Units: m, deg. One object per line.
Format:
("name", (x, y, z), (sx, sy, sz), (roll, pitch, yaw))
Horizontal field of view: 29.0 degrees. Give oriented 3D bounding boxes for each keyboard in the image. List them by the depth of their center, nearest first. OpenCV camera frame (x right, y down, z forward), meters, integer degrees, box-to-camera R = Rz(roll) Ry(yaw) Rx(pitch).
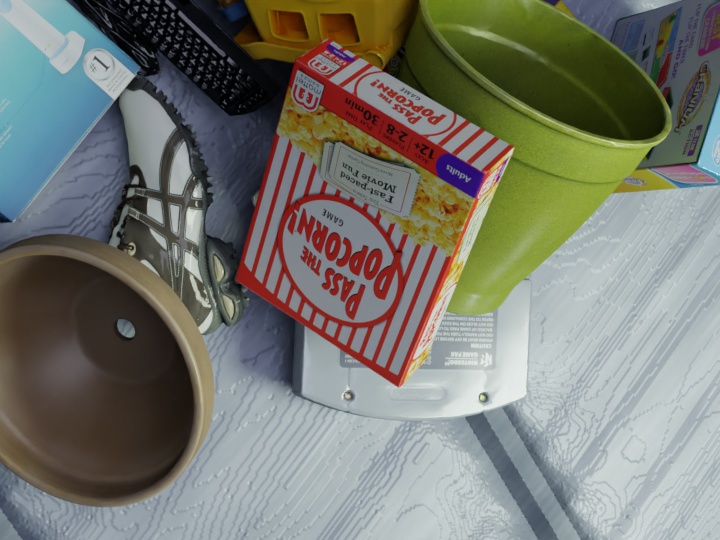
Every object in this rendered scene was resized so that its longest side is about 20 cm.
("keyboard", (-0.157, -0.177, 1.019), (0.200, 0.104, 0.040), (43, 63, -17))

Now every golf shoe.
("golf shoe", (-0.155, -0.042, 1.038), (0.094, 0.078, 0.202), (-21, 97, -19))

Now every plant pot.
("plant pot", (-0.186, 0.060, 0.996), (0.199, 0.093, 0.203), (7, 114, 17))
("plant pot", (0.091, -0.079, 1.025), (0.199, 0.201, 0.194), (17, 124, -20))

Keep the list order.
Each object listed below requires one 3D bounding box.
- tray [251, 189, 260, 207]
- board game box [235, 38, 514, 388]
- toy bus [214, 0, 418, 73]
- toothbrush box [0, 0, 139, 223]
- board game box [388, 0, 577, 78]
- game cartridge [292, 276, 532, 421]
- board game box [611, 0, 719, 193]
("tray", (0.000, 0.000, 1.126), (0.107, 0.022, 0.201), (-33, 102, -18))
("board game box", (0.004, -0.036, 0.967), (0.151, 0.201, 0.046), (32, 41, 15))
("toy bus", (-0.047, -0.208, 1.022), (0.136, 0.198, 0.193), (-57, 149, -48))
("toothbrush box", (-0.281, -0.151, 0.983), (0.200, 0.085, 0.147), (40, 78, -17))
("board game box", (0.095, -0.172, 1.143), (0.165, 0.057, 0.200), (-47, 105, -12))
("game cartridge", (0.042, 0.053, 1.113), (0.198, 0.041, 0.134), (3, 86, -21))
("board game box", (0.253, -0.142, 1.126), (0.040, 0.200, 0.154), (21, 84, -19))
